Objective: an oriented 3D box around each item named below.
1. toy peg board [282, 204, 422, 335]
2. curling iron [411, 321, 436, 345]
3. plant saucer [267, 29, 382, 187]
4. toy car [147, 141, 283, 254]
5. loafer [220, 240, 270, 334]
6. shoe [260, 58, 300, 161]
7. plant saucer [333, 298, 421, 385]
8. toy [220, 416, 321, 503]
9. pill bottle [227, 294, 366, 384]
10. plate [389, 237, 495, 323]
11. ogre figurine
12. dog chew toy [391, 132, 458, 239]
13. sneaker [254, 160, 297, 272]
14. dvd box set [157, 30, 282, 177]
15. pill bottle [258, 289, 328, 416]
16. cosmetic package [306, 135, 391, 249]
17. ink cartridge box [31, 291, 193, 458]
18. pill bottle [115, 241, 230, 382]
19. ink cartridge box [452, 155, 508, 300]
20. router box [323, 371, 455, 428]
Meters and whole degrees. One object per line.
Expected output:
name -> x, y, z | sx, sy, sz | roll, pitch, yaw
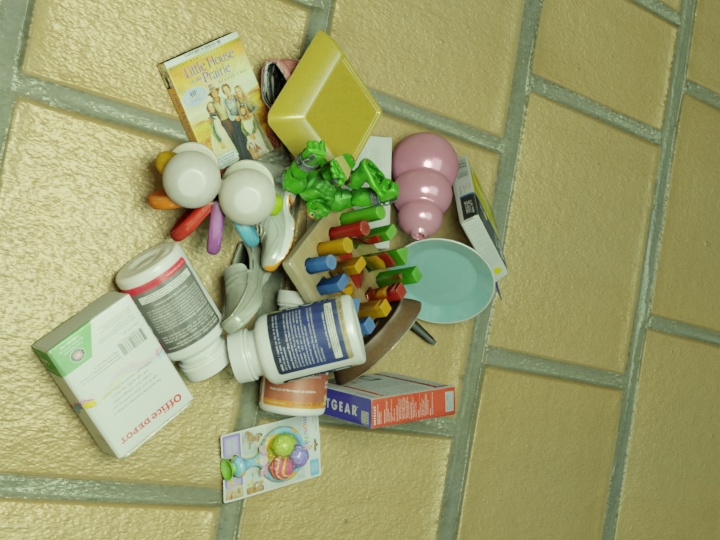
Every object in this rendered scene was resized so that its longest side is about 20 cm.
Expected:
toy peg board -> 0.000, 0.000, 1.600 | 0.200, 0.098, 0.199 | 58, 42, -23
curling iron -> 0.072, 0.087, 1.796 | 0.200, 0.026, 0.050 | 40, 33, -35
plant saucer -> -0.041, -0.254, 1.591 | 0.200, 0.048, 0.200 | 50, 57, -41
toy car -> -0.220, -0.100, 1.462 | 0.199, 0.175, 0.151 | 17, 100, -11
loafer -> -0.189, 0.024, 1.531 | 0.070, 0.070, 0.200 | 43, 26, -20
shoe -> -0.113, -0.248, 1.599 | 0.091, 0.071, 0.201 | -16, 98, -62
plant saucer -> 0.021, 0.113, 1.665 | 0.034, 0.200, 0.200 | 47, 65, -10
toy -> -0.139, 0.316, 1.640 | 0.199, 0.047, 0.116 | -7, 98, -36
pill bottle -> -0.099, 0.112, 1.505 | 0.199, 0.111, 0.112 | -14, 103, 2
plate -> 0.145, 0.015, 1.767 | 0.200, 0.200, 0.026 | 51, 32, -27
ogre figurine -> -0.042, -0.138, 1.526 | 0.200, 0.120, 0.099 | -5, 77, -51
dog chew toy -> 0.110, -0.146, 1.731 | 0.124, 0.124, 0.201 | 30, 54, -34
sneaker -> -0.156, -0.090, 1.577 | 0.092, 0.076, 0.201 | 16, 56, -20
dvd box set -> -0.221, -0.262, 1.559 | 0.146, 0.029, 0.201 | -32, 111, -31
pill bottle -> -0.104, 0.135, 1.616 | 0.112, 0.112, 0.201 | 6, 89, -37
cosmetic package -> -0.019, -0.138, 1.703 | 0.150, 0.052, 0.201 | 0, 93, -39
ink cartridge box -> -0.363, 0.153, 1.440 | 0.145, 0.087, 0.200 | -39, 113, -27
pill bottle -> -0.276, 0.066, 1.484 | 0.111, 0.111, 0.200 | -40, 114, -28
ink cartridge box -> 0.227, -0.080, 1.803 | 0.200, 0.047, 0.198 | 56, 18, -35
router box -> 0.031, 0.218, 1.668 | 0.179, 0.200, 0.049 | -3, 94, -35
